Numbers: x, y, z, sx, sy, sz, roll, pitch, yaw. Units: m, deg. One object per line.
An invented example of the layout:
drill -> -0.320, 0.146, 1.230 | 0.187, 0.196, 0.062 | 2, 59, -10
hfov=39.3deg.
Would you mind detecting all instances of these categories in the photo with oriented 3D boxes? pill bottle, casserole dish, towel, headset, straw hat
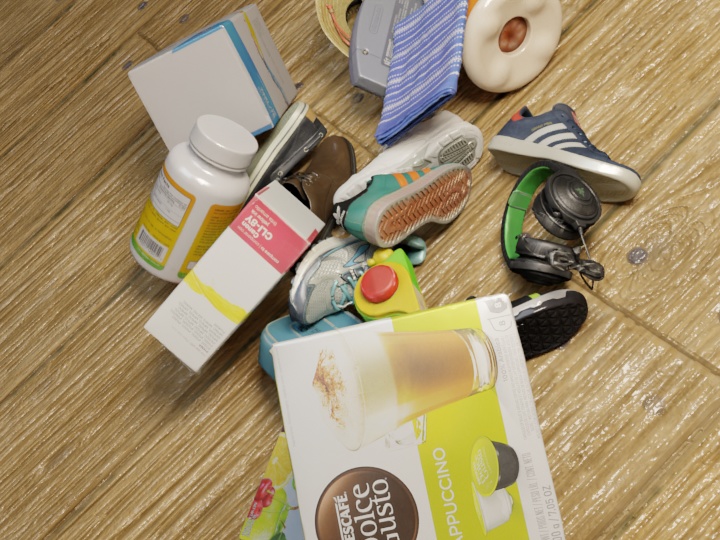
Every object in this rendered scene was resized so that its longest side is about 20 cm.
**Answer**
pill bottle -> -0.206, -0.091, 1.272 | 0.201, 0.110, 0.111 | -59, 38, 27
casserole dish -> -0.041, 0.084, 1.093 | 0.120, 0.039, 0.200 | -21, 23, -19
towel -> 0.074, -0.257, 1.211 | 0.145, 0.024, 0.201 | -31, 42, 48
headset -> 0.190, -0.041, 1.036 | 0.124, 0.093, 0.200 | -69, 25, 20
straw hat -> 0.013, -0.335, 1.398 | 0.085, 0.200, 0.202 | 130, 159, -57

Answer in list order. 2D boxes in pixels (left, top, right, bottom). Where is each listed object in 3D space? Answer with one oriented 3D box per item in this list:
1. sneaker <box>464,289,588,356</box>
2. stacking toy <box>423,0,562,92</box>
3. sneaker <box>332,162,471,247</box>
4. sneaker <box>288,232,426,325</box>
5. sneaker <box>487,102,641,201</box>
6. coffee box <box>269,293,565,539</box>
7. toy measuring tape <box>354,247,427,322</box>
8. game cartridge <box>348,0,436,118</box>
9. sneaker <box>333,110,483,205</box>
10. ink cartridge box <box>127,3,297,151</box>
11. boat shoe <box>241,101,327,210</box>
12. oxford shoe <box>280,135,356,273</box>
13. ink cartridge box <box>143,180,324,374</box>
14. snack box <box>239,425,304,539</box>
sneaker -> 0.133, 0.050, 1.046 | 0.199, 0.072, 0.083 | -23, 46, 14
stacking toy -> 0.146, -0.326, 1.279 | 0.146, 0.146, 0.200 | -40, 43, -2
sneaker -> 0.049, -0.086, 1.144 | 0.080, 0.072, 0.199 | 22, 30, 34
sneaker -> 0.000, 0.000, 1.128 | 0.086, 0.078, 0.200 | 26, 46, 29
sneaker -> 0.236, -0.141, 1.127 | 0.199, 0.075, 0.085 | 26, 76, 41
coffee box -> 0.049, 0.151, 0.856 | 0.196, 0.200, 0.201 | -12, 78, 4
toy measuring tape -> 0.036, 0.056, 1.039 | 0.073, 0.074, 0.201 | -25, 50, 12
game cartridge -> 0.055, -0.305, 1.331 | 0.040, 0.133, 0.201 | -43, 29, 56
sneaker -> 0.051, -0.128, 1.242 | 0.199, 0.078, 0.100 | -29, 38, -2
ink cartridge box -> -0.193, -0.255, 1.373 | 0.146, 0.147, 0.200 | -22, 18, 15
boat shoe -> -0.117, -0.129, 1.337 | 0.200, 0.062, 0.075 | -52, 21, 7
oxford shoe -> -0.058, -0.101, 1.270 | 0.072, 0.085, 0.201 | -4, 53, 31
ink cartridge box -> -0.141, 0.004, 1.149 | 0.200, 0.083, 0.145 | -48, 5, 11
snack box -> -0.023, 0.202, 1.037 | 0.141, 0.053, 0.201 | 3, 58, 31
